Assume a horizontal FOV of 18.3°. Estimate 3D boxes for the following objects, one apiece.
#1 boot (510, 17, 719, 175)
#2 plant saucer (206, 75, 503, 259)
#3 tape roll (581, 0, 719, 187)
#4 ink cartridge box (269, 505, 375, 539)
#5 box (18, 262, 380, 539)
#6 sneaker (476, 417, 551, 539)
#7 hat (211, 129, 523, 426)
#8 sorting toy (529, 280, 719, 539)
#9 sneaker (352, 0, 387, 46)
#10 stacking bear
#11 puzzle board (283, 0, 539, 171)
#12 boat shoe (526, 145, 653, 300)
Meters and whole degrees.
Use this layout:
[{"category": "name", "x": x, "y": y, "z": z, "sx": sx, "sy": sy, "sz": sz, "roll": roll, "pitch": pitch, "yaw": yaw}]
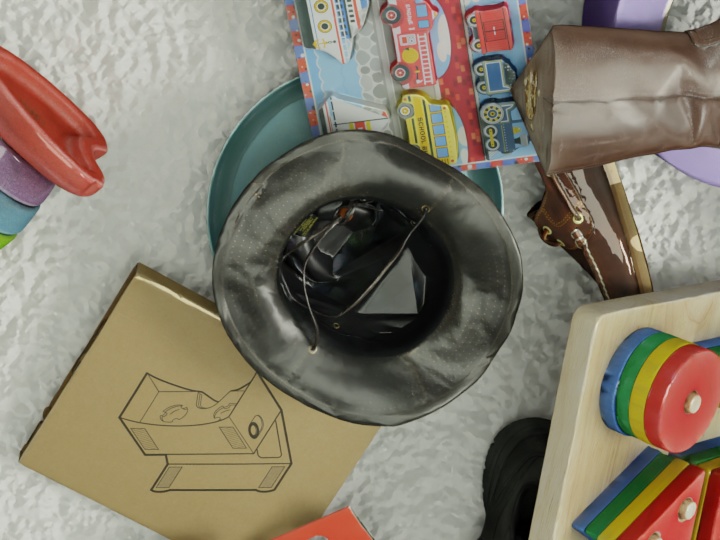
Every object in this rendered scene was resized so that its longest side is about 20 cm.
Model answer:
[{"category": "boot", "x": 0.195, "y": -0.154, "z": 1.397, "sx": 0.200, "sy": 0.064, "sz": 0.187, "roll": -2, "pitch": 104, "yaw": -6}, {"category": "plant saucer", "x": -0.005, "y": -0.041, "z": 1.496, "sx": 0.200, "sy": 0.027, "sz": 0.200, "roll": -2, "pitch": 104, "yaw": -9}, {"category": "tape roll", "x": 0.252, "y": -0.158, "z": 1.478, "sx": 0.200, "sy": 0.085, "sz": 0.200, "roll": -2, "pitch": 104, "yaw": -9}, {"category": "ink cartridge box", "x": 0.000, "y": 0.264, "z": 1.529, "sx": 0.109, "sy": 0.050, "sz": 0.200, "roll": -26, "pitch": 114, "yaw": 21}, {"category": "box", "x": -0.104, "y": 0.107, "z": 1.506, "sx": 0.200, "sy": 0.021, "sz": 0.164, "roll": 29, "pitch": 107, "yaw": -14}, {"category": "sneaker", "x": 0.108, "y": 0.206, "z": 1.539, "sx": 0.076, "sy": 0.091, "sz": 0.200, "roll": 4, "pitch": 104, "yaw": -11}, {"category": "hat", "x": 0.000, "y": 0.000, "z": 1.450, "sx": 0.200, "sy": 0.081, "sz": 0.201, "roll": -2, "pitch": 103, "yaw": -8}, {"category": "sorting toy", "x": 0.208, "y": 0.118, "z": 1.475, "sx": 0.199, "sy": 0.070, "sz": 0.200, "roll": -8, "pitch": 114, "yaw": -48}, {"category": "sneaker", "x": 0.045, "y": -0.198, "z": 1.447, "sx": 0.200, "sy": 0.081, "sz": 0.147, "roll": 21, "pitch": 111, "yaw": -19}, {"category": "stacking bear", "x": -0.270, "y": -0.039, "z": 1.417, "sx": 0.200, "sy": 0.121, "sz": 0.114, "roll": -42, "pitch": 108, "yaw": 10}, {"category": "puzzle board", "x": 0.032, "y": -0.147, "z": 1.411, "sx": 0.151, "sy": 0.017, "sz": 0.200, "roll": -8, "pitch": 120, "yaw": 7}, {"category": "boat shoe", "x": 0.144, "y": -0.050, "z": 1.497, "sx": 0.070, "sy": 0.070, "sz": 0.200, "roll": -18, "pitch": 99, "yaw": 0}]
